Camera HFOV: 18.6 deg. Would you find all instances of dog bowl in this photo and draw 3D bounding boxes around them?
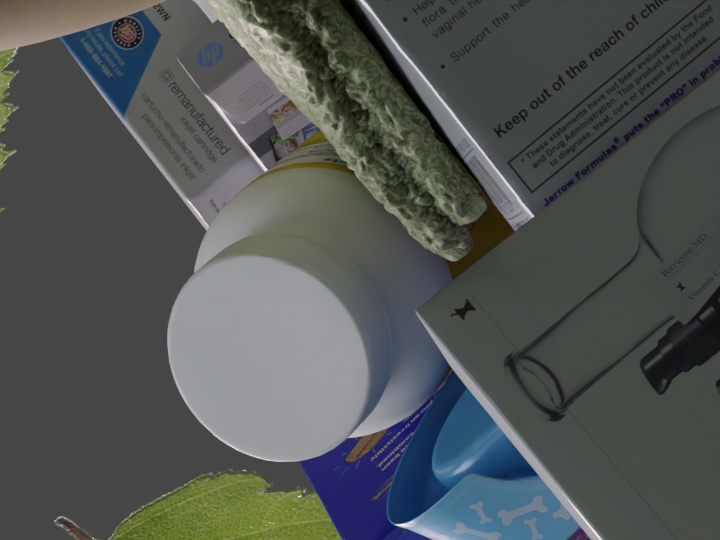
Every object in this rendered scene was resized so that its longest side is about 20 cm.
[{"bbox_3d":[0.088,0.033,0.798,0.049,0.200,0.112,36,-149,-10],"label":"dog bowl"}]

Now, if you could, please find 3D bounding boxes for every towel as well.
[{"bbox_3d":[-0.033,-0.096,0.788,0.200,0.036,0.148,51,180,-38],"label":"towel"}]

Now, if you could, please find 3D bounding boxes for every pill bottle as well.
[{"bbox_3d":[0.000,0.000,0.907,0.113,0.112,0.200,51,-150,-3],"label":"pill bottle"}]

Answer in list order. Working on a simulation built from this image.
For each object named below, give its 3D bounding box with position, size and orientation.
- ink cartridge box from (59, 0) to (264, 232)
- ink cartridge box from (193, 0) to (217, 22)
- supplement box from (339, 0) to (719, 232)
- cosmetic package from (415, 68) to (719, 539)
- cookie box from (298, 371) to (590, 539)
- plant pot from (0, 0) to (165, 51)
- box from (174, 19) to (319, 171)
[{"bbox_3d":[-0.044,-0.132,1.230,0.145,0.200,0.085,50,176,26],"label":"ink cartridge box"},{"bbox_3d":[-0.069,-0.220,1.132,0.200,0.117,0.067,53,-147,-27],"label":"ink cartridge box"},{"bbox_3d":[0.039,-0.114,0.765,0.200,0.103,0.101,50,180,0],"label":"supplement box"},{"bbox_3d":[0.134,0.041,0.654,0.200,0.151,0.052,50,179,32],"label":"cosmetic package"},{"bbox_3d":[0.061,0.077,1.053,0.075,0.171,0.200,48,180,-16],"label":"cookie box"},{"bbox_3d":[-0.121,-0.183,0.937,0.199,0.188,0.188,-8,-130,-47],"label":"plant pot"},{"bbox_3d":[0.014,-0.094,1.147,0.041,0.156,0.200,53,-179,39],"label":"box"}]
